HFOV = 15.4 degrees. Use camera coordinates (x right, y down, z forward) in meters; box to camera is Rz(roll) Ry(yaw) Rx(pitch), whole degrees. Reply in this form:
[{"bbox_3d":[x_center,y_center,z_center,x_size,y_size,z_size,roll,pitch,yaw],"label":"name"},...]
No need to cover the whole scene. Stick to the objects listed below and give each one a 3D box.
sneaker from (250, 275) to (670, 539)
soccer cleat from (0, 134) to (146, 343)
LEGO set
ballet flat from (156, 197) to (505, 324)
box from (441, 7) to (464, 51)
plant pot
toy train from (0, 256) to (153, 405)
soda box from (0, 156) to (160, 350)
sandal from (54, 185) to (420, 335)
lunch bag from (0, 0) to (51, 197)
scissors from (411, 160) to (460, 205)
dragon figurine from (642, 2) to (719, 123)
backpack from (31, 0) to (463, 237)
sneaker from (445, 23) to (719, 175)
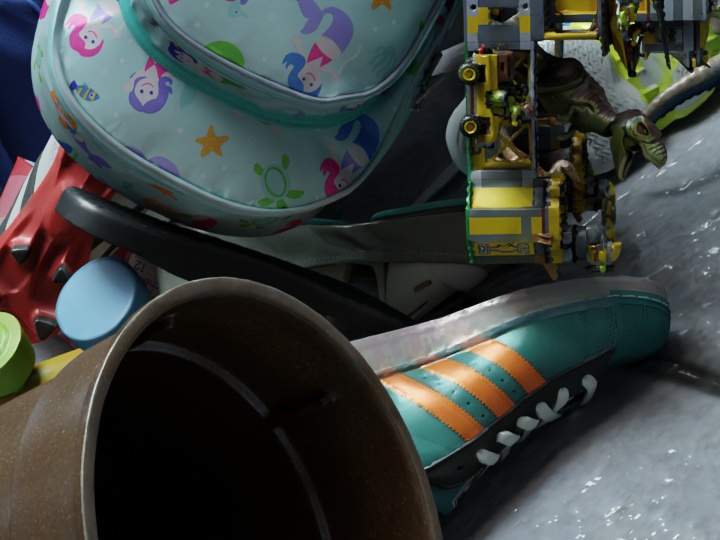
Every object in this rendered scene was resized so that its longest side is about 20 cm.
[{"bbox_3d":[0.044,0.062,1.134,0.200,0.080,0.071,-17,-16,-7],"label":"sneaker"},{"bbox_3d":[-0.123,-0.053,1.287,0.200,0.069,0.085,-57,12,13],"label":"soccer cleat"},{"bbox_3d":[0.111,-0.076,1.156,0.116,0.154,0.200,0,3,9],"label":"LEGO set"},{"bbox_3d":[0.000,0.000,1.284,0.200,0.064,0.067,-2,-9,8],"label":"ballet flat"},{"bbox_3d":[0.085,-0.173,1.423,0.082,0.068,0.200,-27,4,-22],"label":"box"},{"bbox_3d":[-0.103,0.124,1.042,0.198,0.200,0.200,-20,27,37],"label":"plant pot"},{"bbox_3d":[-0.154,0.064,1.253,0.200,0.116,0.085,-19,48,22],"label":"toy train"},{"bbox_3d":[-0.138,0.000,1.404,0.200,0.063,0.070,29,97,62],"label":"soda box"},{"bbox_3d":[-0.049,0.015,1.211,0.075,0.200,0.045,-147,78,-76],"label":"sandal"},{"bbox_3d":[-0.228,-0.119,1.593,0.136,0.200,0.132,-9,44,10],"label":"lunch bag"},{"bbox_3d":[0.078,-0.079,1.402,0.073,0.014,0.200,-5,34,38],"label":"scissors"},{"bbox_3d":[0.214,-0.119,1.277,0.200,0.099,0.059,-55,31,-6],"label":"dragon figurine"},{"bbox_3d":[-0.047,-0.119,1.176,0.200,0.177,0.151,-63,10,-8],"label":"backpack"},{"bbox_3d":[0.126,-0.103,1.346,0.200,0.076,0.105,-27,13,-9],"label":"sneaker"}]
